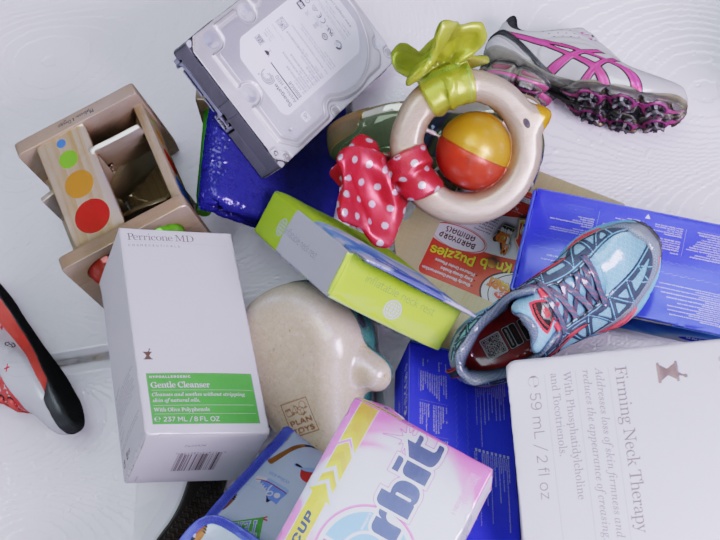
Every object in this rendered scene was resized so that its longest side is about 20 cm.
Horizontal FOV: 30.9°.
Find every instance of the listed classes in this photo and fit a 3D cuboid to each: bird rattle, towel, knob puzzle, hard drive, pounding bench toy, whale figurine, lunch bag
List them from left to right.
[{"bbox_3d":[-0.187,-0.074,1.212,0.198,0.124,0.157,-28,67,0],"label":"pounding bench toy"},{"bbox_3d":[-0.082,-0.129,1.218,0.049,0.147,0.202,-24,55,50],"label":"towel"},{"bbox_3d":[-0.065,-0.196,1.197,0.140,0.038,0.200,53,52,-11],"label":"hard drive"},{"bbox_3d":[-0.054,0.248,1.016,0.169,0.125,0.200,32,50,17],"label":"lunch bag"},{"bbox_3d":[-0.030,0.106,1.138,0.158,0.103,0.202,-23,87,30],"label":"whale figurine"},{"bbox_3d":[0.071,-0.105,1.092,0.162,0.113,0.202,24,87,-2],"label":"bird rattle"},{"bbox_3d":[0.120,0.001,1.172,0.217,0.030,0.222,-4,69,9],"label":"knob puzzle"}]

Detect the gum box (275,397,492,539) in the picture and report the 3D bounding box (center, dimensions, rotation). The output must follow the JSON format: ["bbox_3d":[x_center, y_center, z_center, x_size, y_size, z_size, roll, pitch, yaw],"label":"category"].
[{"bbox_3d":[0.005,0.199,0.924,0.113,0.066,0.201,26,73,14],"label":"gum box"}]

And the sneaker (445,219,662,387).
[{"bbox_3d":[0.155,0.036,1.030,0.199,0.095,0.080,-38,86,15],"label":"sneaker"}]

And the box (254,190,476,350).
[{"bbox_3d":[0.000,0.000,1.096,0.048,0.121,0.200,-61,30,6],"label":"box"}]

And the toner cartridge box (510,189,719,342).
[{"bbox_3d":[0.234,0.000,1.103,0.198,0.043,0.096,13,75,13],"label":"toner cartridge box"}]

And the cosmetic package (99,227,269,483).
[{"bbox_3d":[-0.151,0.069,1.087,0.106,0.085,0.202,1,54,-24],"label":"cosmetic package"}]

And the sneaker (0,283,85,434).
[{"bbox_3d":[-0.343,0.102,1.211,0.108,0.067,0.202,-39,64,-3],"label":"sneaker"}]

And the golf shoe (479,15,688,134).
[{"bbox_3d":[0.208,-0.186,1.201,0.198,0.073,0.093,16,72,17],"label":"golf shoe"}]

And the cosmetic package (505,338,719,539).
[{"bbox_3d":[0.223,0.161,1.019,0.197,0.167,0.169,-7,68,8],"label":"cosmetic package"}]

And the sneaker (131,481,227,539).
[{"bbox_3d":[-0.168,0.210,1.145,0.084,0.073,0.202,10,76,47],"label":"sneaker"}]

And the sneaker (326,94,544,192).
[{"bbox_3d":[0.068,-0.100,1.166,0.198,0.067,0.091,-6,63,6],"label":"sneaker"}]

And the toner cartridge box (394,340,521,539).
[{"bbox_3d":[0.076,0.150,1.055,0.094,0.043,0.201,15,41,-10],"label":"toner cartridge box"}]
